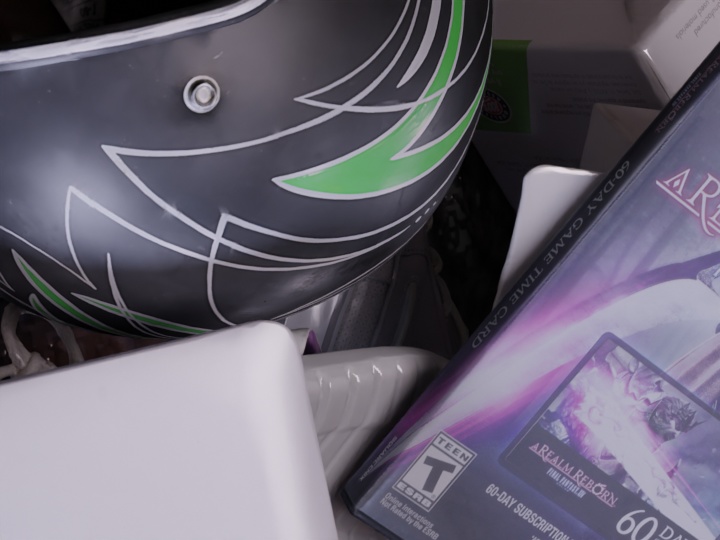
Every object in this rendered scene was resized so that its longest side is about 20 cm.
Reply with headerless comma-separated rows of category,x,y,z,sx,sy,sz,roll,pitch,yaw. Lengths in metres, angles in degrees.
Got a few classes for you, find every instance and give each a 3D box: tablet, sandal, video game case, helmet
tablet,-0.061,0.122,0.810,0.130,0.014,0.201,-13,103,-9
sandal,-0.027,0.049,0.891,0.202,0.050,0.083,11,111,-55
video game case,0.109,0.032,0.897,0.143,0.019,0.200,36,100,-26
helmet,-0.054,-0.073,0.868,0.200,0.200,0.192,16,75,-38

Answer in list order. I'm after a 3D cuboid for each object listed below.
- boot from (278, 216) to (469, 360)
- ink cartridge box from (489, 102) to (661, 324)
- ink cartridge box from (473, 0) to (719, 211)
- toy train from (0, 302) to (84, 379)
boot,0.000,0.000,0.999,0.095,0.073,0.201,21,88,-44
ink cartridge box,0.125,0.014,0.943,0.199,0.067,0.118,6,112,-18
ink cartridge box,0.121,-0.023,1.045,0.067,0.117,0.200,-47,121,-26
toy train,-0.063,0.110,0.893,0.200,0.056,0.150,45,27,-15
